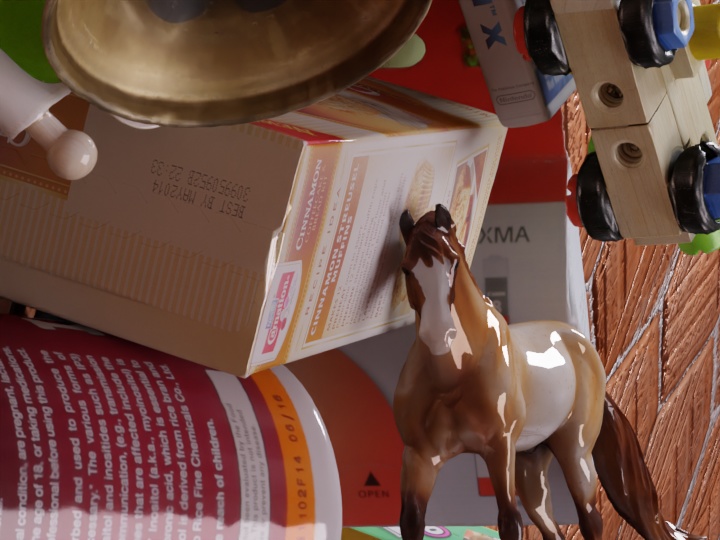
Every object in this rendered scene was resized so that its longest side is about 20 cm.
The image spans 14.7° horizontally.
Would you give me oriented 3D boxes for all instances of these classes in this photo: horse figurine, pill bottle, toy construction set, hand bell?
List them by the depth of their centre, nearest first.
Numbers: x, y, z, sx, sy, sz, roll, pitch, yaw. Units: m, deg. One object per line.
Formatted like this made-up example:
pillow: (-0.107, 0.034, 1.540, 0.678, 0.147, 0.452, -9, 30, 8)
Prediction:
hand bell: (-0.052, -0.150, 0.764, 0.104, 0.104, 0.201, 76, 0, -60)
pill bottle: (-0.112, 0.067, 0.786, 0.199, 0.113, 0.113, 8, 101, -41)
toy construction set: (0.108, -0.084, 0.912, 0.200, 0.092, 0.131, 57, 37, -19)
horse figurine: (0.054, 0.059, 0.928, 0.200, 0.050, 0.133, 15, 66, -61)

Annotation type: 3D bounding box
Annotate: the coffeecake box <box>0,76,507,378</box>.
coffeecake box: (-0.059, -0.032, 0.884, 0.200, 0.153, 0.073, -14, 121, -70)

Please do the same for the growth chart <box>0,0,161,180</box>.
growth chart: (-0.078, -0.130, 0.788, 0.200, 0.145, 0.018, -58, -169, -32)

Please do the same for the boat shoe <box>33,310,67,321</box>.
boat shoe: (-0.107, 0.062, 0.937, 0.200, 0.056, 0.069, -62, 154, -43)

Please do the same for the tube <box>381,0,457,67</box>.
tube: (0.032, -0.108, 1.017, 0.052, 0.058, 0.200, -19, 145, -19)

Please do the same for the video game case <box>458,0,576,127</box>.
video game case: (0.066, -0.172, 0.960, 0.200, 0.022, 0.183, -47, 123, -52)

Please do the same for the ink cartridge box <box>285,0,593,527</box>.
ink cartridge box: (0.000, 0.000, 1.008, 0.050, 0.161, 0.201, -72, 157, -58)

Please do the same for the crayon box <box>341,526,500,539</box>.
crayon box: (-0.018, 0.173, 1.138, 0.058, 0.199, 0.173, -31, 136, -64)
